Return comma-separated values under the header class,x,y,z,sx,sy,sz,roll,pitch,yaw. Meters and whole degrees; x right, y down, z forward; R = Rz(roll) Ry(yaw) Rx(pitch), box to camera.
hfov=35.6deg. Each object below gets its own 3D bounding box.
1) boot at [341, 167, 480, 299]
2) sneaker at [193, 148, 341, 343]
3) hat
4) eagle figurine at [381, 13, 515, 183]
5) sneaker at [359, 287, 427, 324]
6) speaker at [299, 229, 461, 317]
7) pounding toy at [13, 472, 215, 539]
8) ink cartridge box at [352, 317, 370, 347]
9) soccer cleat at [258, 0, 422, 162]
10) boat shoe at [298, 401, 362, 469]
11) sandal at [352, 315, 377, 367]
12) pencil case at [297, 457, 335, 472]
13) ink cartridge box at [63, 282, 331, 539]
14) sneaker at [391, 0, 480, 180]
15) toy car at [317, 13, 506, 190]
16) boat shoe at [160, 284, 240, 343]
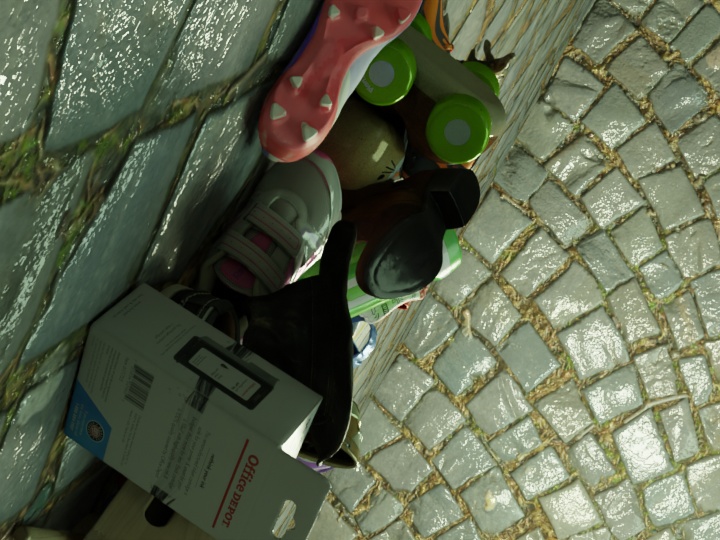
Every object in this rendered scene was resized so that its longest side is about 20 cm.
class,x,y,z,sx,sy,sz,roll,pitch,yaw
boot,-0.011,-0.036,1.056,0.189,0.198,0.069,-56,129,-38
sneaker,-0.081,-0.010,0.937,0.202,0.081,0.088,-62,173,8
hat,-0.054,0.053,0.858,0.201,0.080,0.203,-174,-90,-82
eagle figurine,0.078,-0.187,1.246,0.198,0.151,0.153,-25,114,-18
sneaker,0.048,-0.028,1.258,0.201,0.108,0.067,-43,-171,-31
speaker,0.000,0.000,1.144,0.198,0.089,0.089,-24,163,-10
pounding toy,-0.201,0.236,0.967,0.185,0.141,0.200,-57,180,42
ink cartridge box,-0.012,0.017,1.415,0.146,0.087,0.201,-52,170,-46
soccer cleat,-0.017,-0.170,0.880,0.201,0.066,0.076,-58,-171,-17
boat shoe,-0.083,0.137,1.028,0.072,0.198,0.077,-55,-150,36
sandal,-0.036,0.110,1.352,0.201,0.086,0.080,117,-34,-54
pencil case,-0.058,0.114,1.176,0.084,0.084,0.202,123,-28,-52
ink cartridge box,-0.105,0.115,0.801,0.068,0.199,0.117,-44,163,-52
sneaker,0.090,-0.184,1.115,0.078,0.111,0.203,-49,145,-80
toy car,0.019,-0.114,1.019,0.201,0.157,0.165,-52,-174,23
boat shoe,-0.122,0.113,0.889,0.072,0.067,0.202,-33,126,-57
